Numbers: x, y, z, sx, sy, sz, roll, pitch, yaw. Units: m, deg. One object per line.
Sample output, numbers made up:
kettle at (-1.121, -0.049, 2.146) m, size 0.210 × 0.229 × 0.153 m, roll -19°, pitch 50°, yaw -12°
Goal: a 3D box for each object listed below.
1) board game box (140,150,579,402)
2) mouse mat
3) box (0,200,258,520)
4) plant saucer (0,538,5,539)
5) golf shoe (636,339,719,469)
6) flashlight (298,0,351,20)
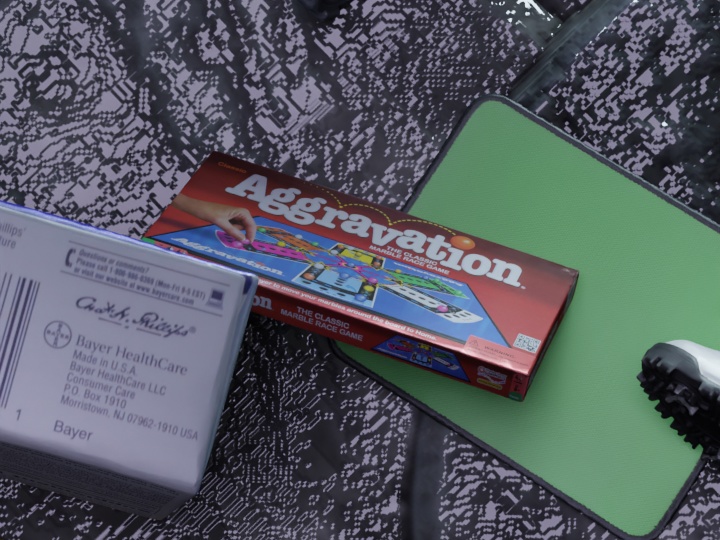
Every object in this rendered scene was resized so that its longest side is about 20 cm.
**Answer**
board game box at (0.000, 0.000, 1.177) m, size 0.199 × 0.103 × 0.020 m, roll 18°, pitch 123°, yaw 10°
mouse mat at (0.102, 0.022, 1.207) m, size 0.199 × 0.008 × 0.161 m, roll 32°, pitch 84°, yaw 11°
box at (-0.156, 0.039, 1.115) m, size 0.183 × 0.200 × 0.105 m, roll 16°, pitch 78°, yaw -7°
plant saucer at (-0.173, 0.241, 1.172) m, size 0.199 × 0.048 × 0.201 m, roll 20°, pitch 82°, yaw 10°
golf shoe at (0.233, 0.066, 1.155) m, size 0.199 × 0.078 × 0.095 m, roll 24°, pitch 71°, yaw 3°
flashlight at (-0.064, -0.220, 1.251) m, size 0.200 × 0.068 × 0.068 m, roll 49°, pitch 128°, yaw 17°
